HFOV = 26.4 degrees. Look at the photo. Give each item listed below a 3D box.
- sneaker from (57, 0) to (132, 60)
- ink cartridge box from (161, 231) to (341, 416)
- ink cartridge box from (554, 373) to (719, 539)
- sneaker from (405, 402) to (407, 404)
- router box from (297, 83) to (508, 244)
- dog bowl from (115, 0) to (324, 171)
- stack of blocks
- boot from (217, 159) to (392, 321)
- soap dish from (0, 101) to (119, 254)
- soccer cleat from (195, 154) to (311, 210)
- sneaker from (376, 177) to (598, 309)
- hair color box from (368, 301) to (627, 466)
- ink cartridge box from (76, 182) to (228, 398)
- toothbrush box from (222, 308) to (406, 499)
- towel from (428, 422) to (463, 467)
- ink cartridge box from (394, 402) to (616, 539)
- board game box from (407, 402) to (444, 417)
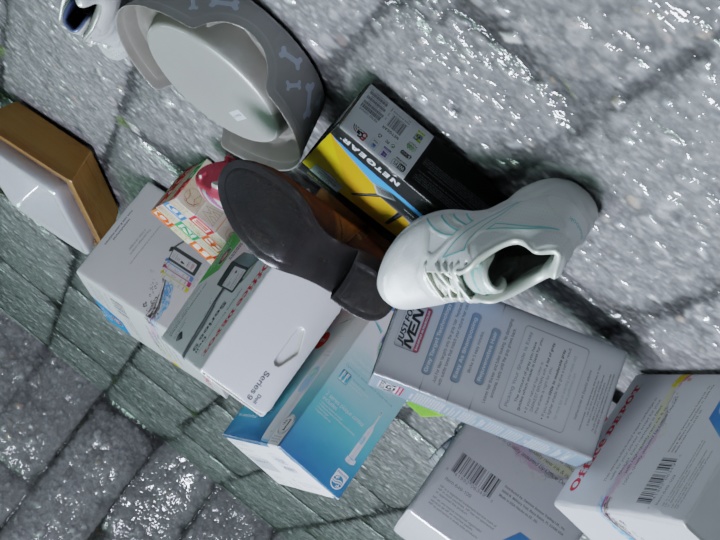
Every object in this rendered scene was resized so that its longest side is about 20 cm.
[{"bbox_3d":[-0.232,-0.234,1.349,0.074,0.087,0.200,33,163,7],"label":"sneaker"},{"bbox_3d":[-0.111,0.048,1.540,0.084,0.147,0.200,36,174,-19],"label":"ink cartridge box"},{"bbox_3d":[0.293,0.186,1.274,0.146,0.147,0.200,41,163,-15],"label":"ink cartridge box"},{"bbox_3d":[0.020,0.142,1.619,0.199,0.131,0.079,-8,137,48],"label":"sneaker"},{"bbox_3d":[0.052,-0.058,1.288,0.199,0.051,0.149,39,163,-6],"label":"router box"},{"bbox_3d":[-0.115,-0.174,1.317,0.199,0.059,0.200,34,163,12],"label":"dog bowl"},{"bbox_3d":[-0.129,-0.029,1.702,0.200,0.059,0.115,42,162,-13],"label":"stack of blocks"},{"bbox_3d":[-0.034,-0.050,1.354,0.187,0.069,0.200,31,-163,-5],"label":"boot"},{"bbox_3d":[-0.395,-0.118,1.961,0.156,0.082,0.200,32,161,17],"label":"soap dish"},{"bbox_3d":[-0.092,-0.056,1.531,0.199,0.067,0.077,22,135,38],"label":"soccer cleat"},{"bbox_3d":[0.085,-0.008,1.178,0.199,0.081,0.071,-22,115,37],"label":"sneaker"},{"bbox_3d":[0.116,0.084,1.314,0.198,0.100,0.061,22,166,0],"label":"hair color box"},{"bbox_3d":[-0.207,0.025,1.846,0.199,0.145,0.148,31,162,19],"label":"ink cartridge box"},{"bbox_3d":[-0.023,0.112,1.499,0.085,0.201,0.146,44,162,-19],"label":"toothbrush box"},{"bbox_3d":[0.159,0.230,1.653,0.165,0.086,0.200,43,177,8],"label":"towel"},{"bbox_3d":[0.151,0.201,1.472,0.146,0.201,0.146,35,164,6],"label":"ink cartridge box"},{"bbox_3d":[0.039,0.098,1.696,0.200,0.030,0.095,40,152,-29],"label":"board game box"}]
